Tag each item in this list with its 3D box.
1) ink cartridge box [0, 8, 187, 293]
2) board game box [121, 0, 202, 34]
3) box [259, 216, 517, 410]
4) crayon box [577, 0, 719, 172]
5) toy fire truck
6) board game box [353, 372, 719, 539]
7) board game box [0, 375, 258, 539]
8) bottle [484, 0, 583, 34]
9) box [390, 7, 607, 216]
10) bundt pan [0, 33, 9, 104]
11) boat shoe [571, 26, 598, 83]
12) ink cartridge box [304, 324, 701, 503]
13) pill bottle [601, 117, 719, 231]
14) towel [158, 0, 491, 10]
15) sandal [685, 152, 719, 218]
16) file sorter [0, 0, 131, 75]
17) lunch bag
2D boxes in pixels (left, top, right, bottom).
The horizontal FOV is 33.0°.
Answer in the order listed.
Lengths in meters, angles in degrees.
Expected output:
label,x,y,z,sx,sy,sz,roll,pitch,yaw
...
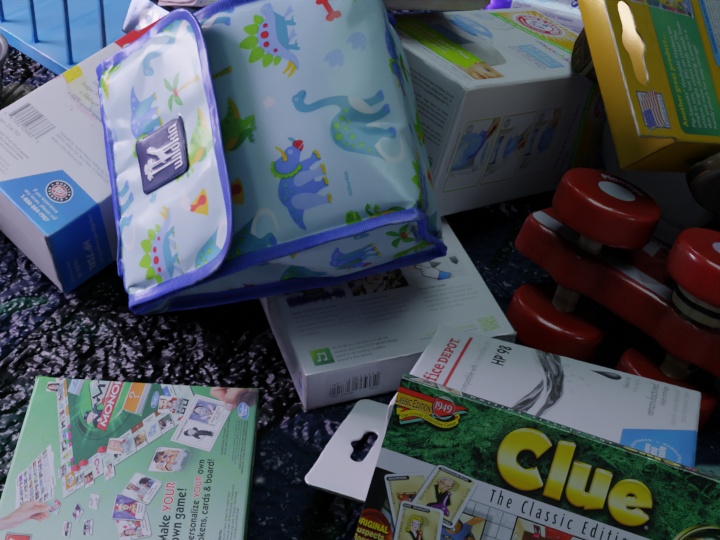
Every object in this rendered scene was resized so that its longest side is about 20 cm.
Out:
label,x,y,z,sx,sy,sz,roll,pitch,yaw
ink cartridge box,-0.164,-0.090,0.849,0.200,0.067,0.116,-37,62,-25
board game box,-0.071,-0.156,0.951,0.200,0.035,0.135,33,20,28
box,0.000,0.000,0.826,0.143,0.036,0.200,-10,45,-17
crayon box,0.216,-0.129,0.784,0.199,0.051,0.127,-1,73,-36
toy fire truck,0.203,0.008,0.796,0.199,0.113,0.168,32,29,26
board game box,0.099,0.130,0.596,0.199,0.105,0.023,17,1,13
board game box,-0.128,0.141,0.654,0.134,0.029,0.201,3,41,-1
bottle,0.209,-0.214,1.069,0.199,0.066,0.084,16,41,12
box,0.089,-0.121,0.889,0.199,0.102,0.112,-14,42,-42
bundt pan,-0.358,-0.129,0.899,0.200,0.076,0.203,3,41,-2
boat shoe,0.208,-0.183,0.883,0.067,0.072,0.200,37,39,0
ink cartridge box,0.081,0.093,0.675,0.199,0.067,0.116,14,23,13
pill bottle,0.291,-0.110,0.923,0.199,0.114,0.114,-22,48,-29
towel,-0.034,-0.199,0.854,0.199,0.032,0.191,-4,13,-17
sandal,0.268,-0.032,0.798,0.081,0.200,0.055,-22,62,12
file sorter,-0.229,-0.256,1.025,0.199,0.123,0.139,32,47,28
lunch bag,-0.063,-0.075,0.752,0.199,0.127,0.171,-14,75,11
